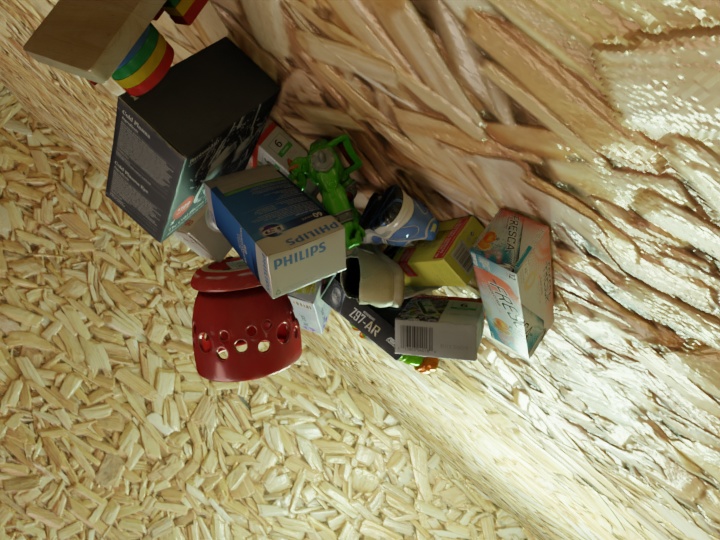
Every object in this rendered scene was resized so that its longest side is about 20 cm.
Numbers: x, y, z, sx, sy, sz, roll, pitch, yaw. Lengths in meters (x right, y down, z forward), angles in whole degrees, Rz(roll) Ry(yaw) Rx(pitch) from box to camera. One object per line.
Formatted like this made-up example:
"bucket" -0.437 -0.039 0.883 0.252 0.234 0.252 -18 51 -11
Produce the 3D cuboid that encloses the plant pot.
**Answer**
"plant pot" -0.211 0.076 0.949 0.198 0.196 0.189 13 114 56

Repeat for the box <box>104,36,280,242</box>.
"box" -0.224 -0.173 0.705 0.103 0.201 0.182 39 140 -3

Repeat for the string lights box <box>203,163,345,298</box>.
"string lights box" -0.109 -0.059 0.650 0.200 0.100 0.060 43 144 42

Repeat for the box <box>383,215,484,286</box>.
"box" 0.093 -0.021 0.723 0.050 0.076 0.199 43 165 -17

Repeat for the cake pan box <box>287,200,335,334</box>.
"cake pan box" -0.065 -0.003 0.917 0.051 0.189 0.201 18 159 7

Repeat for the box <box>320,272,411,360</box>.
"box" 0.033 0.054 0.911 0.159 0.044 0.200 39 -160 5

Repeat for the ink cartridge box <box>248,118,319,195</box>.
"ink cartridge box" -0.146 -0.190 0.853 0.199 0.051 0.109 41 164 -4

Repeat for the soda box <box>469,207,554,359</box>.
"soda box" 0.187 0.022 0.632 0.063 0.069 0.202 30 160 37

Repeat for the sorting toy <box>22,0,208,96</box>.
"sorting toy" -0.251 -0.285 0.581 0.197 0.202 0.070 25 169 37

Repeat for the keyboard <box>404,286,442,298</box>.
"keyboard" 0.081 0.024 0.815 0.200 0.054 0.011 -125 24 -86

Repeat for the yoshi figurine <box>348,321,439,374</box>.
"yoshi figurine" 0.073 0.115 1.034 0.196 0.115 0.112 27 -178 -12

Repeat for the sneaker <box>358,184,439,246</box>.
"sneaker" 0.042 -0.061 0.725 0.075 0.078 0.200 25 179 -14

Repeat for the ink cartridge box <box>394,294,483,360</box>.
"ink cartridge box" 0.122 0.068 0.756 0.105 0.052 0.200 3 -168 17

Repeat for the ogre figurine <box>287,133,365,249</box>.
"ogre figurine" -0.038 -0.110 0.708 0.095 0.201 0.123 -12 112 18

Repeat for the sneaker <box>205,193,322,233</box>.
"sneaker" -0.161 -0.066 0.772 0.193 0.141 0.080 -3 115 15

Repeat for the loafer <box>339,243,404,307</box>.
"loafer" 0.000 0.000 0.756 0.066 0.079 0.199 0 -169 -20

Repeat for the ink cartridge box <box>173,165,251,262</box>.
"ink cartridge box" -0.253 -0.123 0.993 0.084 0.202 0.145 44 163 -30
